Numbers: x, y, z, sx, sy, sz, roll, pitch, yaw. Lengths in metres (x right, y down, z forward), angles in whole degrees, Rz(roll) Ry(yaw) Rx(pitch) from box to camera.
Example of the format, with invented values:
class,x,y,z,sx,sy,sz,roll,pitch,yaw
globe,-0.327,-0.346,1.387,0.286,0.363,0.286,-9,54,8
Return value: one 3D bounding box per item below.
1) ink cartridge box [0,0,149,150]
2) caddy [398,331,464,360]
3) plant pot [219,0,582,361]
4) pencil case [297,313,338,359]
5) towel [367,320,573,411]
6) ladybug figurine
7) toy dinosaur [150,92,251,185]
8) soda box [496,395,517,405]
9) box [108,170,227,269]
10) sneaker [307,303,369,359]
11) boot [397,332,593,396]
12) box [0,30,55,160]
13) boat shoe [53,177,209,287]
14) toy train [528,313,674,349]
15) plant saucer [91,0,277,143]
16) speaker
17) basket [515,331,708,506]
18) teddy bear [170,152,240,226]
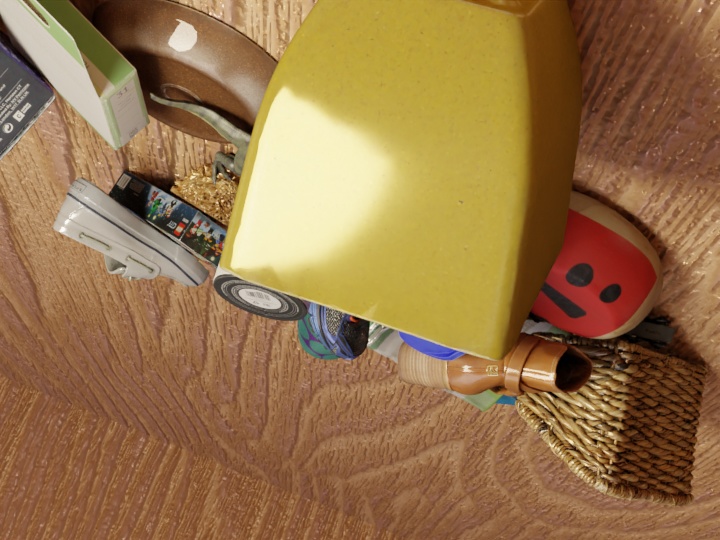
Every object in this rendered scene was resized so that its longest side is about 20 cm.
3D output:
class,x,y,z,sx,sy,sz,roll,pitch,yaw
ink cartridge box,-0.245,-0.197,1.002,0.146,0.048,0.200,45,164,12
caddy,0.057,-0.007,1.019,0.141,0.105,0.200,34,165,-2
plant pot,0.044,-0.097,0.790,0.193,0.196,0.201,18,118,13
pencil case,-0.020,0.043,1.412,0.085,0.092,0.200,57,164,7
towel,0.115,0.072,1.300,0.199,0.031,0.149,32,120,-33
ladybug figurine,0.179,-0.002,1.068,0.199,0.072,0.135,34,143,-26
toy dinosaur,-0.093,-0.098,1.083,0.199,0.048,0.088,28,160,1
soda box,0.118,0.082,1.396,0.068,0.065,0.200,1,152,44
box,-0.182,-0.039,1.352,0.136,0.038,0.200,38,174,-36
sneaker,0.000,0.000,1.154,0.078,0.075,0.201,20,124,26
boot,0.143,0.080,1.143,0.154,0.074,0.200,1,-169,28
box,-0.388,-0.199,1.067,0.200,0.104,0.148,43,-179,-45
boat shoe,-0.249,-0.024,1.318,0.200,0.067,0.073,39,173,-40
toy train,0.209,0.042,1.181,0.199,0.034,0.046,13,-179,-19
plant saucer,-0.151,-0.165,1.083,0.199,0.037,0.201,19,160,7
speaker,-0.052,-0.066,0.989,0.081,0.201,0.081,15,157,6
basket,0.243,0.151,1.243,0.142,0.150,0.199,4,172,40
teddy bear,-0.102,-0.061,1.274,0.199,0.067,0.145,33,176,-29
